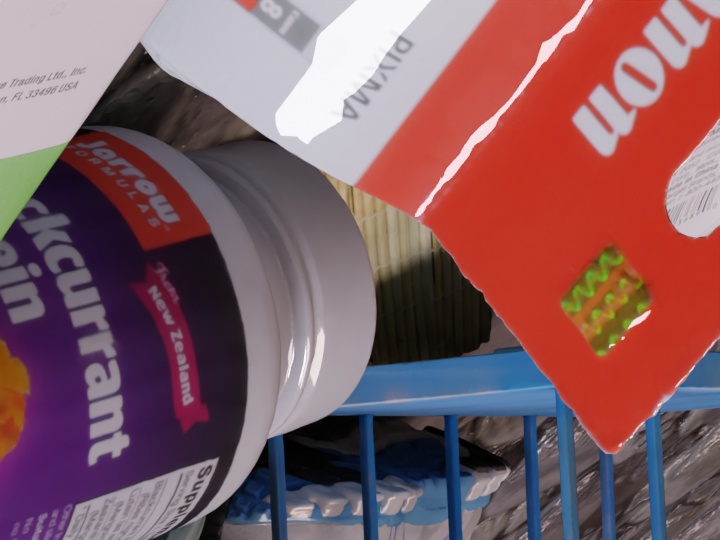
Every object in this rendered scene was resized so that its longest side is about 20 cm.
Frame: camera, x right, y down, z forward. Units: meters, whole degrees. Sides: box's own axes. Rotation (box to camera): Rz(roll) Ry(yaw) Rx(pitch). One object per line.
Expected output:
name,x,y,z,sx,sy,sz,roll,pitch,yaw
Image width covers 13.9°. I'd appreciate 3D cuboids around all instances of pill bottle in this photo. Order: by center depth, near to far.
pill bottle,-0.091,0.023,0.762,0.199,0.112,0.112,-17,152,-46

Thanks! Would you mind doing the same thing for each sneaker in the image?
sneaker,-0.008,0.107,1.099,0.200,0.075,0.087,4,103,-60

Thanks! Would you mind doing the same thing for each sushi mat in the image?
sushi mat,0.000,0.000,0.982,0.095,0.012,0.200,-19,157,-6

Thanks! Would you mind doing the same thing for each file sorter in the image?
file sorter,0.079,0.092,1.011,0.138,0.124,0.199,-7,174,42

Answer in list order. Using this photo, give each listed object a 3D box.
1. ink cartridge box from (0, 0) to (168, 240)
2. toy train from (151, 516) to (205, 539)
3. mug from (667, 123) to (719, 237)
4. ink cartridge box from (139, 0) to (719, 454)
ink cartridge box,-0.099,-0.082,0.559,0.145,0.084,0.200,-13,149,-50
toy train,-0.092,0.096,0.866,0.200,0.085,0.114,-73,-172,-51
mug,0.051,-0.091,0.696,0.186,0.153,0.149,-43,159,13
ink cartridge box,0.021,-0.082,0.592,0.050,0.200,0.162,-11,147,-50
